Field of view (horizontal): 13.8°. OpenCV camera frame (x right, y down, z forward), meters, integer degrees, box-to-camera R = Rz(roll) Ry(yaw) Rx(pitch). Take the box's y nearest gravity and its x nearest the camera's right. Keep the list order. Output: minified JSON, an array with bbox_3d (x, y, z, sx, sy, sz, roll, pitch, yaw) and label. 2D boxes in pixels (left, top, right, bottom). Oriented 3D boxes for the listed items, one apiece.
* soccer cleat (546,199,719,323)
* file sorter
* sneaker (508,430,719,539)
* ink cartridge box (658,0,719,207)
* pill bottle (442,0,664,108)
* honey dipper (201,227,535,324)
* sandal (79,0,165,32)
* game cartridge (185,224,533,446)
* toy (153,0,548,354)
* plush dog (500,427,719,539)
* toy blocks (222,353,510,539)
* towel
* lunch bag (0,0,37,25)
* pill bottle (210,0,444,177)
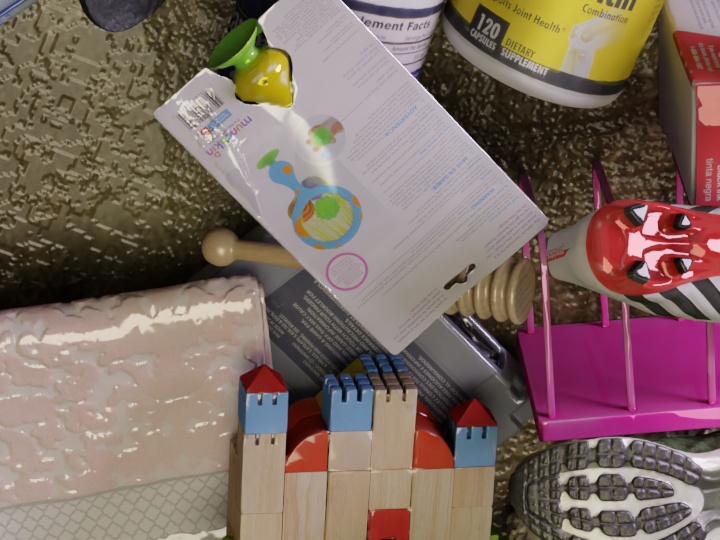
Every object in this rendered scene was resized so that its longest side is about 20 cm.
[{"bbox_3d":[0.194,-0.003,1.609,0.199,0.085,0.069,6,82,-28],"label":"soccer cleat"},{"bbox_3d":[0.192,0.007,1.716,0.199,0.139,0.126,-5,112,-1],"label":"file sorter"},{"bbox_3d":[0.175,0.124,1.688,0.199,0.089,0.077,0,96,-15],"label":"sneaker"},{"bbox_3d":[0.274,-0.101,1.663,0.199,0.147,0.083,-3,116,-1],"label":"ink cartridge box"},{"bbox_3d":[0.129,-0.199,1.630,0.111,0.112,0.201,19,112,-11],"label":"pill bottle"},{"bbox_3d":[0.000,0.000,1.677,0.199,0.038,0.038,7,117,22],"label":"honey dipper"},{"bbox_3d":[-0.082,-0.212,1.611,0.201,0.048,0.075,-51,135,1],"label":"sandal"},{"bbox_3d":[-0.004,0.049,1.768,0.133,0.041,0.200,-37,111,20],"label":"game cartridge"},{"bbox_3d":[-0.006,-0.062,1.603,0.115,0.047,0.200,-40,118,10],"label":"toy"},{"bbox_3d":[0.188,0.136,1.784,0.199,0.160,0.173,5,88,-7],"label":"plush dog"},{"bbox_3d":[0.001,0.113,1.734,0.199,0.100,0.138,-1,111,-11],"label":"toy blocks"},{"bbox_3d":[-0.147,0.096,1.748,0.199,0.032,0.192,-9,125,-5],"label":"towel"},{"bbox_3d":[-0.232,-0.224,1.621,0.160,0.076,0.200,-33,113,6],"label":"lunch bag"},{"bbox_3d":[-0.015,-0.139,1.650,0.110,0.111,0.201,14,113,-9],"label":"pill bottle"}]
